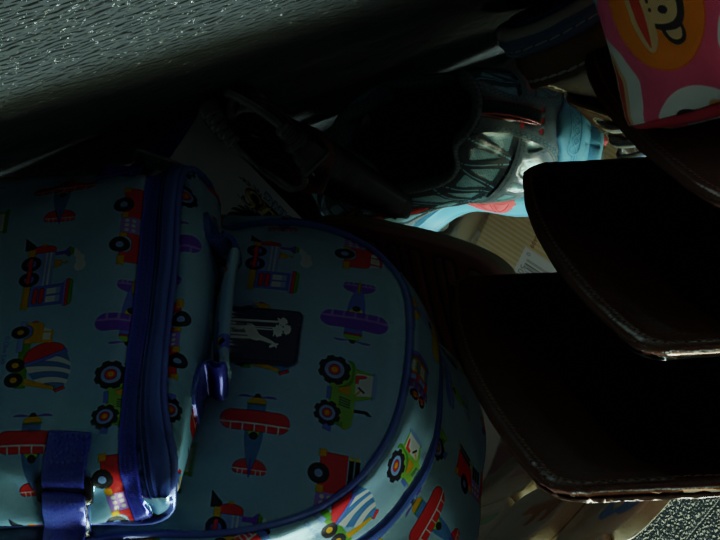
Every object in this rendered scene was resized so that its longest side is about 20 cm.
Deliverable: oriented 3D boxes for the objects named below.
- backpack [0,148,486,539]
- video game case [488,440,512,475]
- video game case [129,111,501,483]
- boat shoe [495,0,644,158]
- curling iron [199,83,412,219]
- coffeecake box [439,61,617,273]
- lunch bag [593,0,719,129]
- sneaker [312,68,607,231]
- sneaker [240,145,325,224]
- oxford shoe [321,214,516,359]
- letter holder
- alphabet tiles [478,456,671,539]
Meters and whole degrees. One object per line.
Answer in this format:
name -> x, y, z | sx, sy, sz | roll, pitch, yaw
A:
backpack -> -0.059, 0.052, 0.816 | 0.199, 0.135, 0.183 | 0, -134, 9
video game case -> 0.029, 0.103, 1.010 | 0.023, 0.183, 0.199 | 38, 162, -36
video game case -> -0.074, 0.060, 0.967 | 0.200, 0.181, 0.046 | -36, -165, 32
boat shoe -> 0.122, -0.086, 0.972 | 0.072, 0.073, 0.200 | -19, 179, 31
curling iron -> -0.015, -0.039, 0.944 | 0.026, 0.050, 0.200 | -50, 162, 4
coffeecake box -> 0.053, -0.017, 1.226 | 0.154, 0.073, 0.200 | -63, -166, -16
lunch bag -> 0.175, -0.102, 0.768 | 0.199, 0.082, 0.176 | -19, 180, -36
sneaker -> 0.014, -0.059, 1.084 | 0.095, 0.080, 0.199 | 15, 159, -40
sneaker -> -0.092, -0.008, 1.015 | 0.199, 0.113, 0.078 | 9, -158, 13
oxford shoe -> 0.000, 0.000, 1.052 | 0.199, 0.071, 0.075 | 5, -157, 41
letter holder -> 0.105, -0.008, 0.810 | 0.141, 0.101, 0.200 | -4, -161, -6
alphabet tiles -> 0.051, 0.098, 0.869 | 0.200, 0.015, 0.195 | -42, -172, -31
